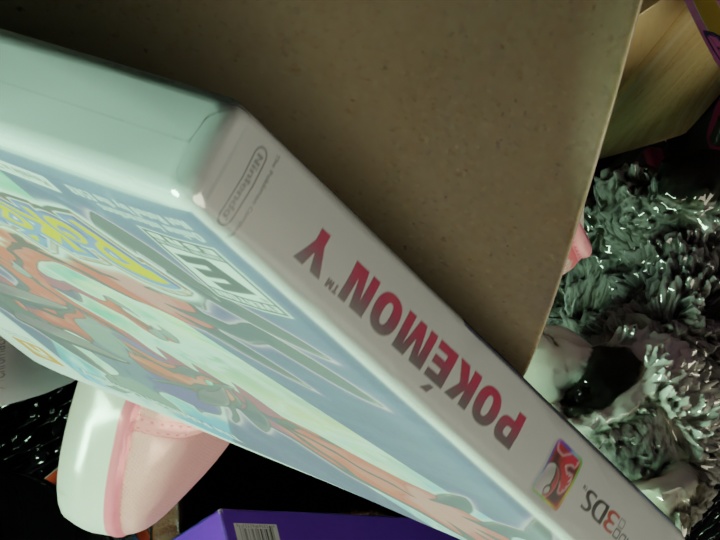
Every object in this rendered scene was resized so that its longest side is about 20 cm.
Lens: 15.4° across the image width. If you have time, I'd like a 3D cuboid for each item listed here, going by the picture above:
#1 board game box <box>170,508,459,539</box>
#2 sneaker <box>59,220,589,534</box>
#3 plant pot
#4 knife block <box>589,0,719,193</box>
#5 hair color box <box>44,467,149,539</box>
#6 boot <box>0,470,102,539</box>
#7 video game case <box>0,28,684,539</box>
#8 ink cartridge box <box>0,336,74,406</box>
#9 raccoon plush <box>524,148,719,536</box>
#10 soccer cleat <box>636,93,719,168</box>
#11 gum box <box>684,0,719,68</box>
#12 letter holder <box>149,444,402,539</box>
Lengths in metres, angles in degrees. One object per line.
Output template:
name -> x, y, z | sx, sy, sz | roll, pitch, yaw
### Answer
board game box -> -0.008, 0.126, 0.860 | 0.199, 0.045, 0.134 | 7, 148, -44
sneaker -> 0.000, 0.000, 0.735 | 0.201, 0.104, 0.075 | -61, 171, -2
plant pot -> -0.037, -0.093, 0.562 | 0.187, 0.198, 0.189 | 16, 90, -89
knife block -> 0.093, -0.084, 0.883 | 0.199, 0.064, 0.176 | -35, 161, -2
hair color box -> -0.142, 0.162, 0.994 | 0.200, 0.064, 0.111 | -40, 152, 2
boot -> -0.168, 0.121, 0.834 | 0.166, 0.065, 0.200 | -70, 158, -10
video game case -> -0.051, -0.001, 0.548 | 0.182, 0.199, 0.023 | 43, 71, -47
ink cartridge box -> -0.095, -0.012, 0.712 | 0.200, 0.047, 0.161 | -53, 165, -34
raccoon plush -> 0.126, 0.050, 0.803 | 0.199, 0.135, 0.097 | 17, 143, -14
soccer cleat -> 0.139, -0.036, 0.942 | 0.086, 0.070, 0.202 | -8, 103, -45
gum box -> 0.122, -0.118, 0.697 | 0.066, 0.113, 0.200 | -48, 133, -13
letter holder -> 0.027, 0.065, 0.932 | 0.141, 0.101, 0.200 | -7, 160, 16
